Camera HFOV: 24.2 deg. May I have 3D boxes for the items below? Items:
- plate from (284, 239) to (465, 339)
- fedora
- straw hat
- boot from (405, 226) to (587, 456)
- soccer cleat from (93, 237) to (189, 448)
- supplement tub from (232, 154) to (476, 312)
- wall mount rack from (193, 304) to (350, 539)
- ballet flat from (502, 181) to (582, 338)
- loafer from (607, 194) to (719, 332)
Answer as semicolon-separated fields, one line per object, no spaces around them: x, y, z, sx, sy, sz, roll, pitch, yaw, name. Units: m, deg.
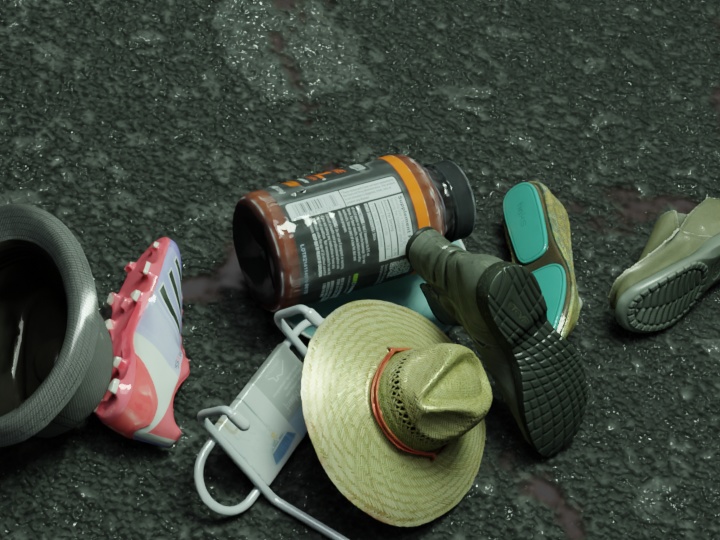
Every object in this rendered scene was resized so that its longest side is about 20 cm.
0.000;0.000;1.499;0.199;0.026;0.201;6;50;-7;plate
-0.262;0.055;1.333;0.177;0.090;0.200;-42;53;9;fedora
0.055;0.099;1.333;0.200;0.085;0.202;19;61;-37;straw hat
0.114;0.054;1.415;0.068;0.201;0.130;-35;32;-19;boot
-0.172;0.058;1.400;0.076;0.067;0.201;34;39;-25;soccer cleat
-0.002;-0.038;1.444;0.199;0.107;0.107;-16;57;-24;supplement tub
-0.035;0.132;1.354;0.174;0.074;0.200;49;56;-19;wall mount rack
0.169;0.008;1.508;0.070;0.071;0.201;4;51;-9;ballet flat
0.290;-0.009;1.548;0.200;0.075;0.070;-28;50;-35;loafer
